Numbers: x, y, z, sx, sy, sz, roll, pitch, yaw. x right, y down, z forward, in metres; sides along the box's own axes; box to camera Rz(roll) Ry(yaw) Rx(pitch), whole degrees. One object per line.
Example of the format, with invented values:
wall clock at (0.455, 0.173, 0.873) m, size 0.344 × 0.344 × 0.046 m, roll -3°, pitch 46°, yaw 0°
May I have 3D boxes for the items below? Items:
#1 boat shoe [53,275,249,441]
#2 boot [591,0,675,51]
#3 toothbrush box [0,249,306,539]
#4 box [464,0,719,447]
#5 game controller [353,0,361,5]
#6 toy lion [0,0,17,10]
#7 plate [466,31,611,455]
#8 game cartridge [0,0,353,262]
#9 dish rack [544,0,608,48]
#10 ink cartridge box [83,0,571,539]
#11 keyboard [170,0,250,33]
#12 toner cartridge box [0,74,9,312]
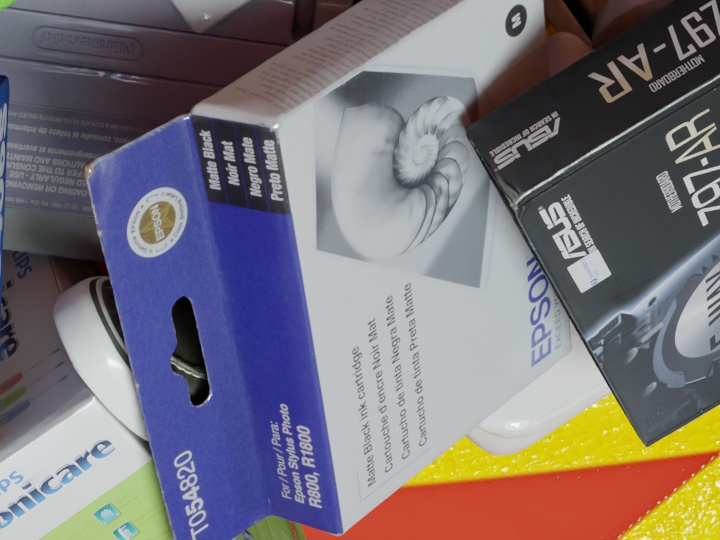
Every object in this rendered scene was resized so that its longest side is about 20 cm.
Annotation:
boat shoe at (-0.051, 0.031, 0.827) m, size 0.064 × 0.071 × 0.200 m, roll -34°, pitch 157°, yaw 16°
boot at (0.185, -0.142, 0.816) m, size 0.199 × 0.096 × 0.073 m, roll -15°, pitch 143°, yaw 35°
toothbrush box at (-0.103, 0.091, 0.874) m, size 0.086 × 0.146 × 0.200 m, roll -33°, pitch 128°, yaw 5°
box at (0.147, -0.029, 0.807) m, size 0.160 × 0.044 × 0.200 m, roll -31°, pitch 142°, yaw 3°
game controller at (0.027, -0.150, 0.790) m, size 0.199 × 0.042 × 0.104 m, roll -31°, pitch 135°, yaw 29°
toy lion at (-0.200, -0.154, 0.706) m, size 0.191 × 0.069 × 0.201 m, roll 19°, pitch 114°, yaw -20°
plate at (0.078, 0.006, 0.921) m, size 0.200 × 0.032 × 0.199 m, roll -34°, pitch 131°, yaw 27°
game cartridge at (-0.109, -0.065, 0.804) m, size 0.199 × 0.038 × 0.130 m, roll 8°, pitch 124°, yaw -4°
dish rack at (0.144, -0.184, 0.845) m, size 0.200 × 0.044 × 0.172 m, roll -37°, pitch 128°, yaw 6°
ink cartridge box at (0.000, 0.000, 0.777) m, size 0.200 × 0.040 × 0.201 m, roll -35°, pitch 134°, yaw -30°
keyboard at (0.004, -0.160, 0.731) m, size 0.199 × 0.011 × 0.056 m, roll -32°, pitch 120°, yaw 16°
toner cartridge box at (-0.179, 0.029, 0.726) m, size 0.094 × 0.043 × 0.201 m, roll 4°, pitch 102°, yaw -2°
